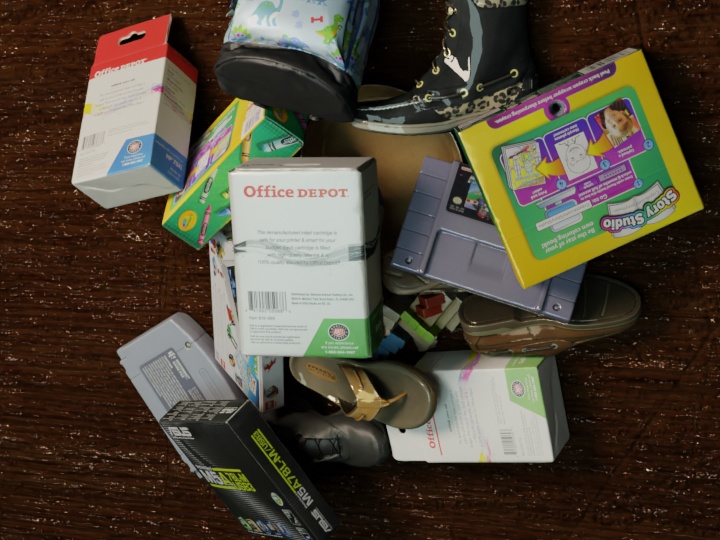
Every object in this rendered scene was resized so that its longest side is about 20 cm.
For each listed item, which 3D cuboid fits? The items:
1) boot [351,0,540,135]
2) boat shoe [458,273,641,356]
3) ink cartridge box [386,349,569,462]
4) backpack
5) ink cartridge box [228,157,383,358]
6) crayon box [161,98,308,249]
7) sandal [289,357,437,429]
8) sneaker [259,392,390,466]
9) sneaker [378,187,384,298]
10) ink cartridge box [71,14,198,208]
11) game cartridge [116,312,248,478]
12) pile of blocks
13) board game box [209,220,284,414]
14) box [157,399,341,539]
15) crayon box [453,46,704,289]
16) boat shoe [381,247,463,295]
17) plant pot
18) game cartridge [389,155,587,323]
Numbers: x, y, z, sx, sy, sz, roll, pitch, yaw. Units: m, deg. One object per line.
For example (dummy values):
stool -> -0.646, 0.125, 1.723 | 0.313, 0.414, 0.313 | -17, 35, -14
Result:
boot -> 0.085, -0.222, 1.404 | 0.201, 0.074, 0.155 | -5, 107, 2
boat shoe -> 0.209, 0.054, 1.488 | 0.198, 0.072, 0.068 | -3, 137, 20
ink cartridge box -> 0.127, 0.154, 1.559 | 0.198, 0.067, 0.118 | -4, 108, 27
backpack -> -0.051, -0.277, 1.407 | 0.162, 0.201, 0.154 | 17, 154, 16
ink cartridge box -> -0.054, -0.016, 1.435 | 0.145, 0.083, 0.202 | 1, 105, 13
crayon box -> -0.138, -0.131, 1.534 | 0.058, 0.119, 0.200 | 33, 125, -22
sandal -> -0.005, 0.134, 1.548 | 0.199, 0.054, 0.081 | 17, 118, 27
sneaker -> -0.054, 0.205, 1.635 | 0.199, 0.091, 0.077 | 4, 111, 38
sneaker -> 0.000, 0.000, 1.509 | 0.088, 0.075, 0.201 | 43, 133, 34
ink cartridge box -> -0.254, -0.183, 1.568 | 0.115, 0.067, 0.202 | -10, 61, 28
game cartridge -> -0.211, 0.157, 1.741 | 0.133, 0.042, 0.201 | -29, 96, 27
pile of blocks -> 0.036, 0.071, 1.572 | 0.199, 0.062, 0.083 | -24, 99, 31
board game box -> -0.134, 0.052, 1.606 | 0.126, 0.034, 0.202 | 43, 141, 44
box -> -0.135, 0.240, 1.642 | 0.194, 0.048, 0.199 | 53, 152, -17
crayon box -> 0.218, -0.102, 1.372 | 0.199, 0.058, 0.174 | -24, 101, 4
boat shoe -> 0.122, -0.011, 1.492 | 0.198, 0.072, 0.073 | -14, 80, 4
plant pot -> 0.027, -0.111, 1.523 | 0.198, 0.027, 0.202 | 10, 115, 22
game cartridge -> 0.143, -0.036, 1.441 | 0.198, 0.038, 0.131 | 17, 86, 6
